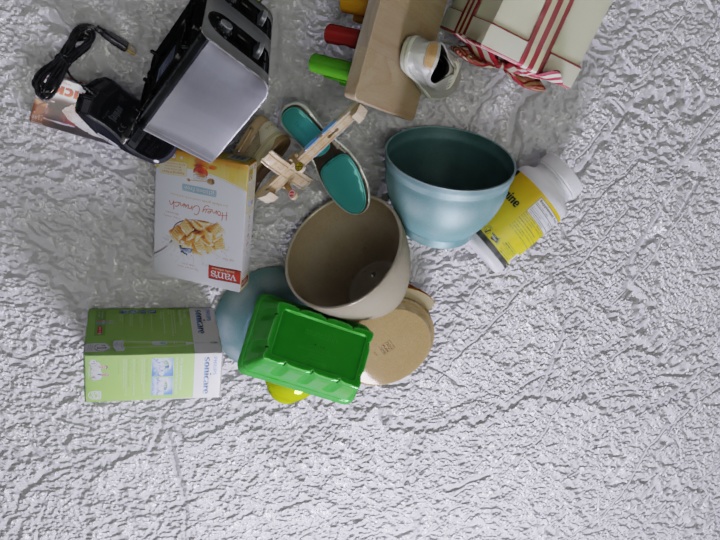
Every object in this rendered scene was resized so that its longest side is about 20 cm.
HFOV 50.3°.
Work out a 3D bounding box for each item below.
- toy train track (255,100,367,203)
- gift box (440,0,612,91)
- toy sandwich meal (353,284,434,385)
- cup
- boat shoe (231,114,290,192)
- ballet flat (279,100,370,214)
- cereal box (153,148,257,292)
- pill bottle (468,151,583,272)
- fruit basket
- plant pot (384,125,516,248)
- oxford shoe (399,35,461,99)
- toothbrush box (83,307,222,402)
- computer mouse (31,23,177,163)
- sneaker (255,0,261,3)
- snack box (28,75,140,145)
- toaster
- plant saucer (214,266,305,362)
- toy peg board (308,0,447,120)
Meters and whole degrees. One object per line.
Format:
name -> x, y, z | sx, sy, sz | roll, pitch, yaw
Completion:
toy train track -> -0.066, -0.160, 1.087 | 0.200, 0.033, 0.115 | -41, 151, 12
gift box -> 0.233, -0.367, 1.092 | 0.184, 0.200, 0.187 | 18, 110, -19
toy sandwich meal -> 0.038, 0.109, 1.342 | 0.204, 0.070, 0.206 | -8, 122, -13
cup -> 0.000, 0.000, 1.219 | 0.200, 0.200, 0.143 | -37, 142, 4
boat shoe -> -0.187, -0.144, 1.153 | 0.065, 0.071, 0.200 | 45, 108, 6
ballet flat -> -0.046, -0.177, 1.161 | 0.069, 0.069, 0.200 | -37, 108, 3
cereal box -> -0.229, -0.077, 1.118 | 0.143, 0.040, 0.201 | 12, 114, 10
pill bottle -> 0.266, -0.100, 1.278 | 0.200, 0.112, 0.112 | -41, 120, 5
fruit basket -> -0.094, 0.138, 1.239 | 0.215, 0.215, 0.156 | 23, 74, -25
plant pot -> 0.129, -0.119, 1.190 | 0.199, 0.201, 0.135 | -4, 129, -15
oxford shoe -> 0.116, -0.289, 1.111 | 0.058, 0.200, 0.076 | 15, 96, 22
toothbrush box -> -0.322, 0.127, 1.192 | 0.199, 0.146, 0.086 | -1, 115, -17
computer mouse -> -0.330, -0.239, 1.048 | 0.200, 0.046, 0.141 | 31, 67, -22
sneaker -> -0.126, -0.442, 1.013 | 0.083, 0.074, 0.200 | 29, 105, -31
snack box -> -0.355, -0.216, 1.083 | 0.199, 0.024, 0.072 | 14, 109, -23
toaster -> -0.204, -0.259, 1.000 | 0.118, 0.181, 0.200 | 29, 127, -28
plant saucer -> -0.145, 0.092, 1.290 | 0.200, 0.039, 0.202 | -6, 117, -13
toy peg board -> 0.022, -0.330, 1.068 | 0.200, 0.098, 0.200 | -4, 111, -64
